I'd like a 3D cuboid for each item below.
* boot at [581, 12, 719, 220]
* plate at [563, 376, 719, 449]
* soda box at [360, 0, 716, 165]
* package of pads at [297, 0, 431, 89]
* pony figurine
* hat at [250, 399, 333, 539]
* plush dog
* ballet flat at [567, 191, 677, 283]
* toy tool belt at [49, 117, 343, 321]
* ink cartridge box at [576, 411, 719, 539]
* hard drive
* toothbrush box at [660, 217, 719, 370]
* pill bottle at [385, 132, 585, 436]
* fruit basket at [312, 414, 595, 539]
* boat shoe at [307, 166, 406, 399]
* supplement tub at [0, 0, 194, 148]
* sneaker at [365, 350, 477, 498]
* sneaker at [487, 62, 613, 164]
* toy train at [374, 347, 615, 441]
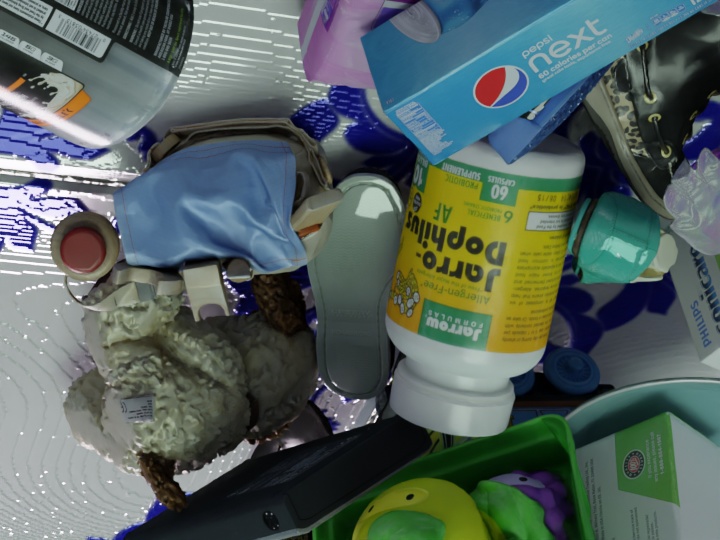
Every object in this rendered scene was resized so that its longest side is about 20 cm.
[{"bbox_3d":[0.229,-0.126,1.421,0.150,0.073,0.200,-24,131,15],"label":"boot"},{"bbox_3d":[0.233,0.126,1.573,0.200,0.026,0.200,1,145,1],"label":"plate"},{"bbox_3d":[0.103,-0.148,1.252,0.200,0.068,0.064,-29,139,16],"label":"soda box"},{"bbox_3d":[0.045,-0.193,1.294,0.120,0.076,0.200,3,139,-20],"label":"package of pads"},{"bbox_3d":[0.275,-0.064,1.323,0.200,0.167,0.193,9,157,30],"label":"pony figurine"},{"bbox_3d":[-0.021,0.191,1.653,0.081,0.201,0.201,2,139,-23],"label":"hat"},{"bbox_3d":[-0.105,0.082,1.550,0.172,0.161,0.200,-19,146,-28],"label":"plush dog"},{"bbox_3d":[0.181,-0.015,1.465,0.070,0.200,0.067,23,93,7],"label":"ballet flat"},{"bbox_3d":[-0.110,-0.031,1.400,0.200,0.123,0.125,-14,98,-1],"label":"toy tool belt"},{"bbox_3d":[0.168,0.211,1.545,0.200,0.146,0.084,-27,138,33],"label":"ink cartridge box"},{"bbox_3d":[-0.062,0.156,1.493,0.139,0.033,0.200,-30,-174,-41],"label":"hard drive"},{"bbox_3d":[0.313,-0.034,1.491,0.086,0.146,0.200,23,129,-35],"label":"toothbrush box"},{"bbox_3d":[0.078,0.004,1.442,0.113,0.113,0.200,6,106,-20],"label":"pill bottle"},{"bbox_3d":[0.052,0.181,1.436,0.215,0.156,0.216,-3,142,-2],"label":"fruit basket"},{"bbox_3d":[0.000,0.000,1.526,0.075,0.060,0.200,12,130,2],"label":"boat shoe"},{"bbox_3d":[-0.206,-0.161,1.237,0.200,0.123,0.123,26,128,-36],"label":"supplement tub"},{"bbox_3d":[0.060,0.083,1.556,0.076,0.200,0.075,18,-178,4],"label":"sneaker"},{"bbox_3d":[0.130,-0.161,1.327,0.200,0.078,0.070,-53,171,18],"label":"sneaker"},{"bbox_3d":[0.112,0.123,1.654,0.200,0.114,0.087,2,139,-14],"label":"toy train"}]
